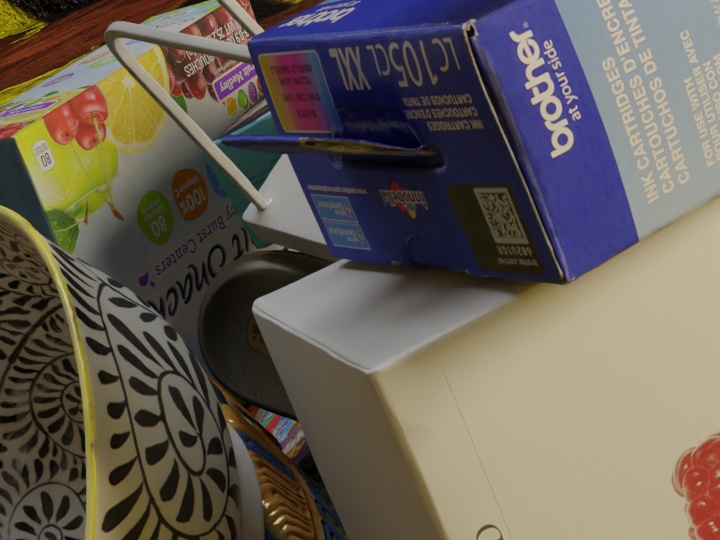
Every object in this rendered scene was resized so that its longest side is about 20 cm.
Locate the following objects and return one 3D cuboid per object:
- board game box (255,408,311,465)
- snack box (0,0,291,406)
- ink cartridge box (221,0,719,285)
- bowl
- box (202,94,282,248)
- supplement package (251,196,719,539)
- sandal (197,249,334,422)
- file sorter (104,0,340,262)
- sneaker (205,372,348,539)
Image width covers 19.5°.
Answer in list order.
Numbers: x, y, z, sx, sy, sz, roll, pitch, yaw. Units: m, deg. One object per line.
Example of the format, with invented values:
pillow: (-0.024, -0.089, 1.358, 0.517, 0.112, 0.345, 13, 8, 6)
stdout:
board game box: (0.000, 0.000, 0.853, 0.200, 0.039, 0.158, -44, 14, 31)
snack box: (-0.096, -0.016, 0.975, 0.067, 0.170, 0.200, -9, 18, 33)
ink cartridge box: (0.061, -0.060, 0.588, 0.199, 0.077, 0.136, -31, 16, -23)
bowl: (-0.091, 0.086, 0.659, 0.094, 0.203, 0.200, 9, -6, -34)
box: (0.011, -0.084, 0.922, 0.082, 0.049, 0.200, -24, 14, 30)
supplement package: (0.090, 0.028, 0.617, 0.199, 0.122, 0.120, -27, 15, -13)
sandal: (0.013, 0.031, 0.744, 0.199, 0.083, 0.054, 11, 12, 34)
file sorter: (0.026, -0.113, 0.729, 0.138, 0.125, 0.201, 16, 68, 48)
sneaker: (-0.059, 0.094, 0.758, 0.088, 0.075, 0.200, -47, 20, -5)
